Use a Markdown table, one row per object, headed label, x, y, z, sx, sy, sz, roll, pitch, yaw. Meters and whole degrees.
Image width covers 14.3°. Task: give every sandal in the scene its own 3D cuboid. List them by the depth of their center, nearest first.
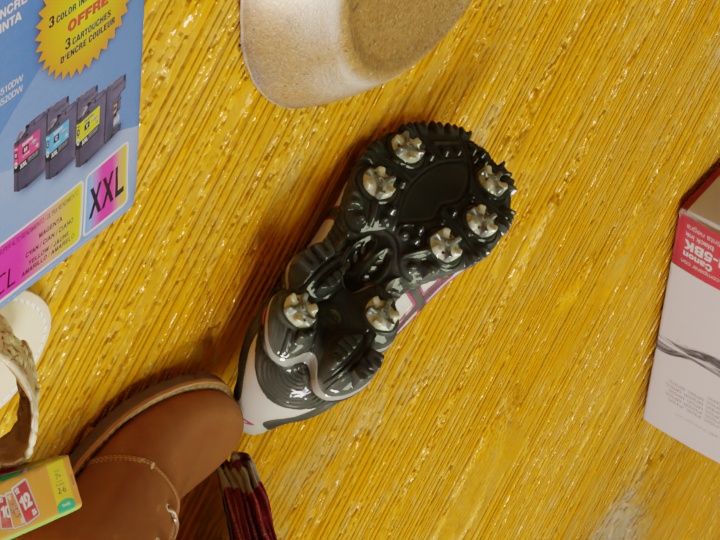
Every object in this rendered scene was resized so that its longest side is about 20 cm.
| label | x | y | z | sx | sy | sz | roll | pitch | yaw |
| --- | --- | --- | --- | --- | --- | --- | --- | --- | --- |
| sandal | -0.156 | 0.054 | 1.072 | 0.212 | 0.070 | 0.078 | -2 | 118 | -64 |

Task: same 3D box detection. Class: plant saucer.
| label | x | y | z | sx | sy | sz | roll | pitch | yaw |
| --- | --- | --- | --- | --- | --- | --- | --- | --- | --- |
| plant saucer | 0.021 | -0.156 | 1.254 | 0.200 | 0.035 | 0.200 | -46 | 152 | -33 |

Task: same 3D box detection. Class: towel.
| label | x | y | z | sx | sy | sz | roll | pitch | yaw |
| --- | --- | --- | --- | --- | --- | --- | --- | --- | --- |
| towel | -0.032 | 0.202 | 1.380 | 0.023 | 0.200 | 0.144 | -14 | 144 | -6 |

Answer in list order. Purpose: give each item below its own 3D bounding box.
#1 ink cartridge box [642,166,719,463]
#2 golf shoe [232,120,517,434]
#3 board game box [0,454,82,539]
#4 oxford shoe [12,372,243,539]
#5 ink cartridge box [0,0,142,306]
| label | x | y | z | sx | sy | sz | roll | pitch | yaw |
| --- | --- | --- | --- | --- | --- | --- | --- | --- | --- |
| ink cartridge box | 0.266 | 0.011 | 1.899 | 0.147 | 0.083 | 0.200 | -43 | 151 | -38 |
| golf shoe | 0.000 | 0.000 | 1.367 | 0.200 | 0.077 | 0.088 | -46 | 180 | -42 |
| board game box | -0.196 | 0.107 | 1.027 | 0.200 | 0.095 | 0.030 | -25 | 100 | -58 |
| oxford shoe | -0.104 | 0.114 | 1.252 | 0.200 | 0.071 | 0.071 | -41 | 148 | -44 |
| ink cartridge box | -0.138 | -0.081 | 0.936 | 0.136 | 0.076 | 0.200 | -42 | 148 | -40 |
